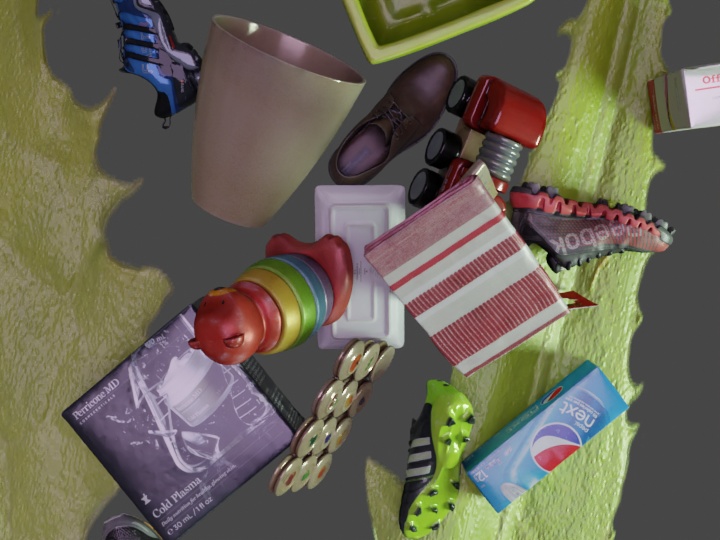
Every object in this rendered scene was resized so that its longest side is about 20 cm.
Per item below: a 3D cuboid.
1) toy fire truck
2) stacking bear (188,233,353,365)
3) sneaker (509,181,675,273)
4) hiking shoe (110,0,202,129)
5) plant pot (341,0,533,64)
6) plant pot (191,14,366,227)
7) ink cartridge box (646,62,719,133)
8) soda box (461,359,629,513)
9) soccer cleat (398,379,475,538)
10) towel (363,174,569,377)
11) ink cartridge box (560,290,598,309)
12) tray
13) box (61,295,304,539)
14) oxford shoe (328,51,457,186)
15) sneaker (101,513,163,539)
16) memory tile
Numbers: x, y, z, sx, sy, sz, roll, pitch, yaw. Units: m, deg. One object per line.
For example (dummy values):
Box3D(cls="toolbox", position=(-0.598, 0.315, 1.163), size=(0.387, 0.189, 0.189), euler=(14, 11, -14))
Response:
Box3D(cls="toy fire truck", position=(0.139, -0.125, 1.405), size=(0.128, 0.200, 0.178), euler=(22, 94, -23))
Box3D(cls="stacking bear", position=(-0.108, 0.041, 1.418), size=(0.120, 0.199, 0.115), euler=(2, 109, 35))
Box3D(cls="sneaker", position=(0.266, -0.039, 1.492), size=(0.198, 0.071, 0.099), euler=(12, 93, 1))
Box3D(cls="hiking shoe", position=(-0.255, -0.270, 1.471), size=(0.086, 0.074, 0.201), euler=(-36, 93, 1))
Box3D(cls="plant pot", position=(0.065, -0.347, 1.416), size=(0.198, 0.181, 0.201), euler=(-20, 93, 1))
Box3D(cls="plant pot", position=(-0.117, -0.159, 1.440), size=(0.185, 0.187, 0.202), euler=(23, 106, -2))
Box3D(cls="ink cartridge box", position=(0.402, -0.196, 1.417), size=(0.115, 0.200, 0.068), euler=(-9, 94, 0))
Box3D(cls="soda box", position=(0.217, 0.196, 1.507), size=(0.199, 0.068, 0.064), euler=(-40, 93, 2))
Box3D(cls="soccer cleat", position=(0.084, 0.225, 1.513), size=(0.067, 0.081, 0.202), euler=(3, 116, -28))
Box3D(cls="towel", position=(0.113, 0.009, 1.336), size=(0.143, 0.023, 0.200), euler=(-32, 118, 13))
Box3D(cls="ink cartridge box", position=(0.158, 0.020, 1.449), size=(0.197, 0.160, 0.048), euler=(-4, 95, 0))
Box3D(cls="tray", position=(0.000, 0.000, 1.494), size=(0.106, 0.022, 0.203), euler=(-1, 107, -1))
Box3D(cls="box", position=(-0.201, 0.171, 1.478), size=(0.199, 0.124, 0.197), euler=(-40, 91, 2))
Box3D(cls="oxford shoe", position=(0.043, -0.172, 1.476), size=(0.073, 0.084, 0.200), euler=(40, 91, -1))
Box3D(cls="sneaker", position=(-0.255, 0.386, 1.512), size=(0.078, 0.077, 0.202), euler=(-23, 92, 3))
Box3D(cls="memory tile", position=(-0.031, 0.169, 1.466), size=(0.017, 0.153, 0.202), euler=(30, 94, 19))
